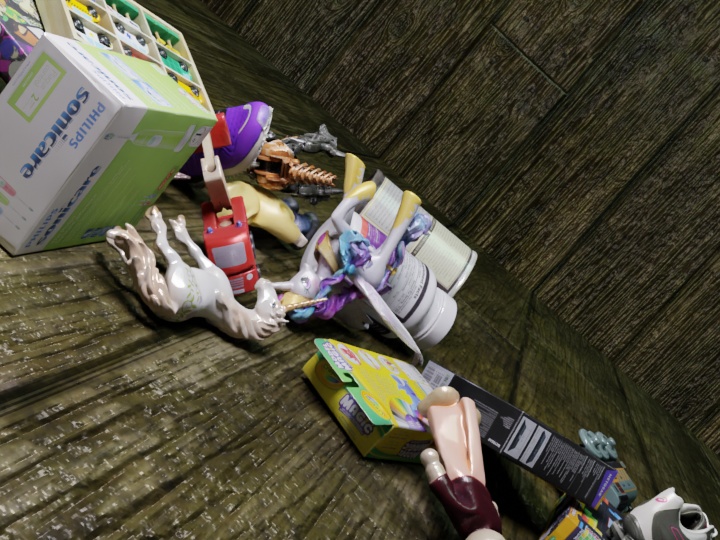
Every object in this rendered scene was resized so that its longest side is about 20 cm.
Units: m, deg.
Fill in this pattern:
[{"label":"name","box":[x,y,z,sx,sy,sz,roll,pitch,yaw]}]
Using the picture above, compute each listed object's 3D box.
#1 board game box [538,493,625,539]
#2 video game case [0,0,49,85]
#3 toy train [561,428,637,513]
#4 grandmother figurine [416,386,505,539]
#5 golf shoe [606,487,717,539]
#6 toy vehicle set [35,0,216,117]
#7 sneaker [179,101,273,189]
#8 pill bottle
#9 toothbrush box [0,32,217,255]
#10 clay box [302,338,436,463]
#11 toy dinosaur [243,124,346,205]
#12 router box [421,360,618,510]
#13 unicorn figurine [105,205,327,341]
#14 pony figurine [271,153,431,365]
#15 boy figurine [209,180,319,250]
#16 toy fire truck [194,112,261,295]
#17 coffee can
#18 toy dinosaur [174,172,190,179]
[{"label":"board game box","box":[0.283,0.325,1.016,0.165,0.057,0.200,42,12,13]},{"label":"video game case","box":[-0.293,-0.230,0.843,0.182,0.036,0.200,52,20,-7]},{"label":"toy train","box":[0.319,0.283,1.241,0.114,0.085,0.200,59,17,24]},{"label":"grandmother figurine","box":[0.094,0.194,0.801,0.121,0.061,0.200,33,27,-31]},{"label":"golf shoe","box":[0.355,0.304,0.977,0.200,0.088,0.077,35,12,-31]},{"label":"toy vehicle set","box":[-0.228,-0.221,0.886,0.200,0.026,0.125,23,38,-59]},{"label":"sneaker","box":[-0.187,-0.156,1.073,0.099,0.200,0.070,29,60,-31]},{"label":"pill bottle","box":[0.028,0.019,1.194,0.200,0.112,0.112,36,12,-24]},{"label":"toothbrush box","box":[-0.222,-0.101,0.757,0.086,0.146,0.200,41,12,3]},{"label":"clay box","box":[0.023,0.134,0.912,0.115,0.048,0.200,51,16,32]},{"label":"toy dinosaur","box":[-0.095,-0.126,1.148,0.135,0.102,0.200,-1,37,-39]},{"label":"router box","box":[0.168,0.182,1.036,0.157,0.052,0.200,33,-4,-26]},{"label":"unicorn figurine","box":[-0.143,0.010,0.817,0.138,0.074,0.200,53,28,12]},{"label":"pony figurine","box":[0.000,0.000,1.035,0.193,0.201,0.166,40,-15,-35]},{"label":"boy figurine","box":[-0.122,-0.069,1.153,0.124,0.065,0.200,37,11,19]},{"label":"toy fire truck","box":[-0.145,-0.074,0.947,0.200,0.048,0.142,-114,-168,-63]},{"label":"coffee can","box":[0.056,-0.034,1.387,0.200,0.147,0.146,39,12,-7]},{"label":"toy dinosaur","box":[-0.271,-0.140,0.916,0.200,0.086,0.136,46,13,-5]}]
